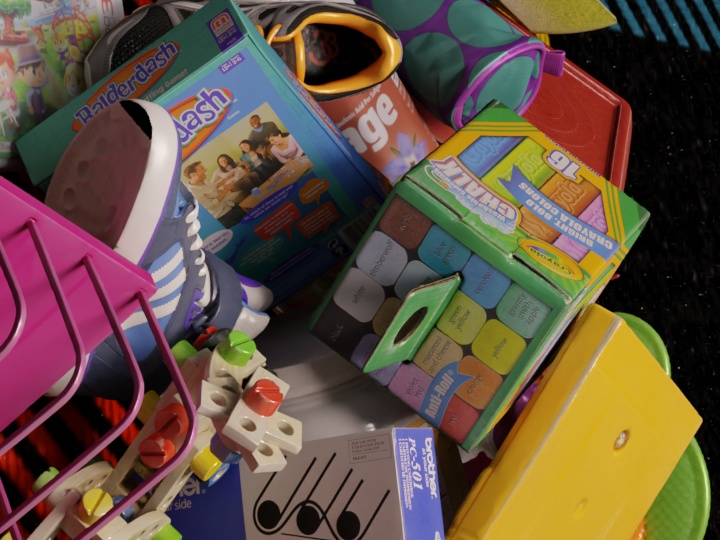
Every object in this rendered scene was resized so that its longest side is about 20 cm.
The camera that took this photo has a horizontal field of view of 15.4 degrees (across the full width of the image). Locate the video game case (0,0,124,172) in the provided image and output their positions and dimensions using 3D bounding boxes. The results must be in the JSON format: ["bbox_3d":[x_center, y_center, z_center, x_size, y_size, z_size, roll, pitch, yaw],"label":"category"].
[{"bbox_3d":[-0.204,-0.148,1.555,0.200,0.022,0.183,-3,83,-56],"label":"video game case"}]

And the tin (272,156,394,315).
[{"bbox_3d":[0.000,0.000,1.702,0.200,0.112,0.042,41,20,-20],"label":"tin"}]

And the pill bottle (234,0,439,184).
[{"bbox_3d":[-0.035,-0.116,1.719,0.200,0.112,0.112,57,39,-29],"label":"pill bottle"}]

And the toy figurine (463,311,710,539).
[{"bbox_3d":[0.130,0.126,1.760,0.184,0.149,0.201,3,91,-60],"label":"toy figurine"}]

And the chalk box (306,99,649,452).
[{"bbox_3d":[0.063,0.008,1.547,0.124,0.125,0.200,36,31,7],"label":"chalk box"}]

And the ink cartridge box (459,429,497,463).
[{"bbox_3d":[0.046,0.118,1.833,0.200,0.043,0.174,60,38,-26],"label":"ink cartridge box"}]

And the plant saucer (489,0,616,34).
[{"bbox_3d":[0.065,-0.247,1.877,0.048,0.200,0.200,-49,127,2],"label":"plant saucer"}]

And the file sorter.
[{"bbox_3d":[-0.198,0.047,1.361,0.200,0.139,0.126,36,19,-46],"label":"file sorter"}]

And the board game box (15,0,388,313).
[{"bbox_3d":[-0.086,-0.053,1.571,0.200,0.152,0.045,50,8,-48],"label":"board game box"}]

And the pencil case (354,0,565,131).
[{"bbox_3d":[0.038,-0.175,1.772,0.092,0.200,0.085,-27,147,-27],"label":"pencil case"}]

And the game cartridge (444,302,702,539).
[{"bbox_3d":[0.123,0.138,1.622,0.200,0.032,0.176,-55,148,-7],"label":"game cartridge"}]

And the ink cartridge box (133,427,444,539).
[{"bbox_3d":[-0.046,0.150,1.542,0.044,0.199,0.095,5,76,-55],"label":"ink cartridge box"}]

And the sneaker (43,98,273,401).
[{"bbox_3d":[-0.105,-0.011,1.520,0.146,0.201,0.081,-2,38,-40],"label":"sneaker"}]

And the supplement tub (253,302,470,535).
[{"bbox_3d":[-0.008,0.130,1.648,0.144,0.144,0.201,-38,115,-54],"label":"supplement tub"}]

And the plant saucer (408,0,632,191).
[{"bbox_3d":[0.115,-0.118,1.884,0.200,0.037,0.200,34,28,-9],"label":"plant saucer"}]

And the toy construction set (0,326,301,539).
[{"bbox_3d":[-0.107,0.101,1.477,0.092,0.200,0.131,55,33,4],"label":"toy construction set"}]

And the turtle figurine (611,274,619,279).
[{"bbox_3d":[0.103,0.001,1.838,0.150,0.100,0.200,58,43,-27],"label":"turtle figurine"}]

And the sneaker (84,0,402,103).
[{"bbox_3d":[-0.067,-0.130,1.599,0.199,0.077,0.079,-10,99,-16],"label":"sneaker"}]
